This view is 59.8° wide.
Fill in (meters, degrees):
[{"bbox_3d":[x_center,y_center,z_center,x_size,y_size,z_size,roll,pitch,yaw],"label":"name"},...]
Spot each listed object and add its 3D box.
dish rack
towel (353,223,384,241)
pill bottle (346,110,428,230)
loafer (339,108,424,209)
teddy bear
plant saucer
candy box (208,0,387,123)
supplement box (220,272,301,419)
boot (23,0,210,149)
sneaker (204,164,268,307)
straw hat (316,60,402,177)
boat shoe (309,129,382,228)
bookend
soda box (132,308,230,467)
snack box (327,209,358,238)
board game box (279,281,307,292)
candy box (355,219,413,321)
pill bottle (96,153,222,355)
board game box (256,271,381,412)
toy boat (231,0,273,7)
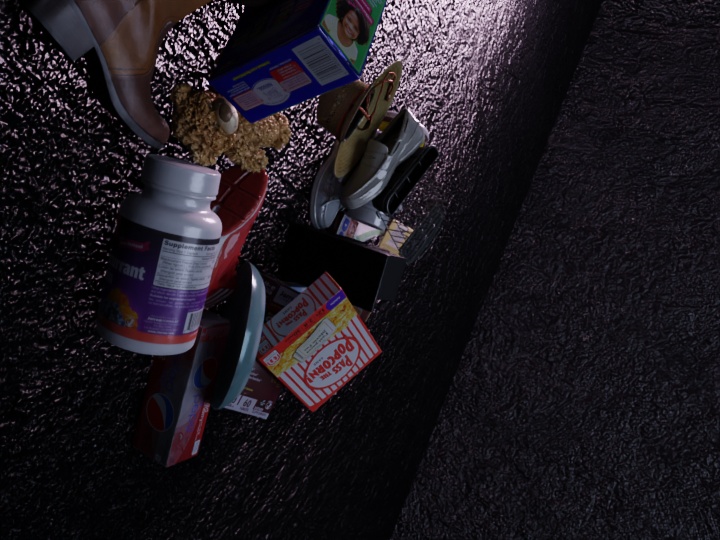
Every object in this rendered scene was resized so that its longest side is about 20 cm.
[{"bbox_3d":[0.102,-0.108,1.124,0.154,0.054,0.201,-51,137,-19],"label":"dish rack"},{"bbox_3d":[0.031,-0.158,1.279,0.149,0.030,0.202,-27,133,-61],"label":"towel"},{"bbox_3d":[0.044,-0.181,1.154,0.202,0.108,0.109,-69,158,0],"label":"pill bottle"},{"bbox_3d":[0.029,-0.187,1.048,0.201,0.070,0.070,-51,131,-18],"label":"loafer"},{"bbox_3d":[-0.142,-0.192,0.773,0.199,0.066,0.147,0,102,-64],"label":"teddy bear"},{"bbox_3d":[-0.166,0.089,0.852,0.200,0.027,0.203,-165,-90,-69],"label":"plant saucer"},{"bbox_3d":[-0.060,-0.280,0.698,0.077,0.168,0.202,42,52,-39],"label":"candy box"},{"bbox_3d":[-0.151,0.118,0.970,0.108,0.061,0.202,29,86,-46],"label":"supplement box"},{"bbox_3d":[-0.180,-0.237,0.597,0.200,0.068,0.189,-45,140,-12],"label":"boot"},{"bbox_3d":[-0.183,-0.041,0.837,0.201,0.078,0.116,-56,167,-15],"label":"sneaker"},{"bbox_3d":[-0.021,-0.255,0.985,0.202,0.085,0.201,-57,173,-10],"label":"straw hat"},{"bbox_3d":[-0.028,-0.163,1.085,0.204,0.064,0.074,-65,158,-13],"label":"boat shoe"},{"bbox_3d":[0.000,0.000,1.073,0.199,0.197,0.093,9,99,-59],"label":"bookend"},{"bbox_3d":[-0.240,0.152,0.840,0.063,0.069,0.202,-1,110,-63],"label":"soda box"},{"bbox_3d":[-0.061,-0.011,1.190,0.202,0.024,0.072,-68,155,-5],"label":"snack box"},{"bbox_3d":[-0.122,0.096,1.088,0.199,0.036,0.153,5,105,-58],"label":"board game box"},{"bbox_3d":[0.041,0.001,1.364,0.201,0.055,0.116,-61,177,-21],"label":"candy box"},{"bbox_3d":[-0.217,-0.019,0.693,0.111,0.110,0.202,-6,114,-66],"label":"pill bottle"},{"bbox_3d":[-0.063,0.114,0.947,0.151,0.046,0.201,-40,142,-7],"label":"board game box"},{"bbox_3d":[-0.117,-0.385,0.646,0.130,0.130,0.202,11,99,-37],"label":"toy boat"}]
